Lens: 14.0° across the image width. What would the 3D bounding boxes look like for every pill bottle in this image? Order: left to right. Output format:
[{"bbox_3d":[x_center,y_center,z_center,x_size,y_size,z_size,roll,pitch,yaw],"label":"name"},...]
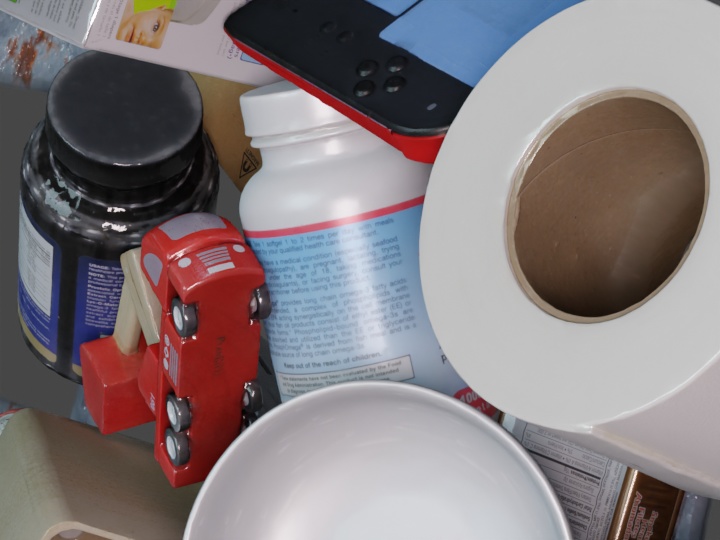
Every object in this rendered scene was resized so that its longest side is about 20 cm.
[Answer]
[{"bbox_3d":[-0.137,-0.030,1.648,0.200,0.111,0.112,101,155,-53],"label":"pill bottle"},{"bbox_3d":[0.000,0.000,1.489,0.109,0.108,0.201,-2,104,50],"label":"pill bottle"}]

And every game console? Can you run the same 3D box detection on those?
[{"bbox_3d":[0.055,-0.142,1.439,0.200,0.031,0.177,-38,48,-20],"label":"game console"}]

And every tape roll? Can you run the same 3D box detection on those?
[{"bbox_3d":[0.145,-0.010,1.319,0.202,0.139,0.204,-15,65,35],"label":"tape roll"}]

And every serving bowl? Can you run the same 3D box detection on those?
[{"bbox_3d":[0.015,0.152,1.420,0.199,0.066,0.201,0,91,16],"label":"serving bowl"}]

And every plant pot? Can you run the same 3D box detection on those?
[{"bbox_3d":[-0.142,0.190,1.609,0.200,0.199,0.177,-61,31,19],"label":"plant pot"}]

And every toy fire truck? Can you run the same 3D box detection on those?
[{"bbox_3d":[-0.100,0.035,1.542,0.141,0.049,0.201,-124,29,-41],"label":"toy fire truck"}]

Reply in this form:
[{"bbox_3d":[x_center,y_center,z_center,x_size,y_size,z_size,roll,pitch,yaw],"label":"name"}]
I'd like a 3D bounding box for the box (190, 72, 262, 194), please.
[{"bbox_3d":[-0.038,-0.126,1.618,0.164,0.021,0.200,-57,49,24],"label":"box"}]

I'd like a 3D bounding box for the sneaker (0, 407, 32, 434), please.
[{"bbox_3d":[-0.200,0.184,1.771,0.082,0.078,0.201,0,89,46],"label":"sneaker"}]

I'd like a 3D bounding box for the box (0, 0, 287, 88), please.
[{"bbox_3d":[-0.083,-0.163,1.512,0.101,0.200,0.113,26,101,42],"label":"box"}]

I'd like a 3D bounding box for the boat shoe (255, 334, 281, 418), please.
[{"bbox_3d":[-0.054,0.096,1.616,0.062,0.072,0.200,-60,32,17],"label":"boat shoe"}]

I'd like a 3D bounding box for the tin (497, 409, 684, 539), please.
[{"bbox_3d":[0.102,0.124,1.445,0.112,0.042,0.201,19,95,55],"label":"tin"}]
